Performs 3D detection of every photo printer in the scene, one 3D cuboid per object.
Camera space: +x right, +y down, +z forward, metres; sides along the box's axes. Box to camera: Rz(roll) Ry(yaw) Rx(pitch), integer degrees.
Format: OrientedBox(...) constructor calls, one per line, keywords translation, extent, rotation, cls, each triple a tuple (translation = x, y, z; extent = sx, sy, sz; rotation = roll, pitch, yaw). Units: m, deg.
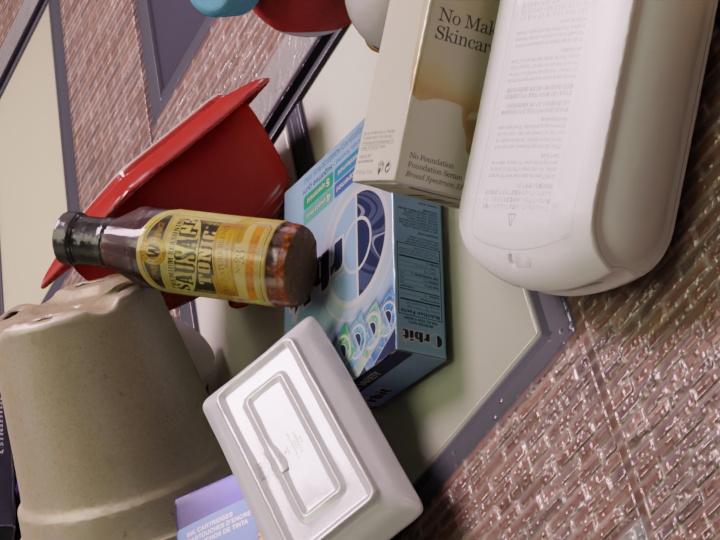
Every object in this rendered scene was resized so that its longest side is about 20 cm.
OrientedBox(translation=(0.131, -0.085, 1.096), extent=(0.166, 0.069, 0.201), rotation=(5, 83, 63), cls="photo printer")

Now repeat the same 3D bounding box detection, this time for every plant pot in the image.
OrientedBox(translation=(-0.198, 0.107, 1.417), extent=(0.200, 0.200, 0.184), rotation=(6, 115, 63), cls="plant pot")

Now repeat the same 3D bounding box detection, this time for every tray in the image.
OrientedBox(translation=(-0.041, 0.120, 1.232), extent=(0.107, 0.022, 0.200), rotation=(-40, 45, 8), cls="tray")

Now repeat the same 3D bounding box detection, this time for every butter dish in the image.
OrientedBox(translation=(-0.133, -0.032, 1.508), extent=(0.199, 0.148, 0.200), rotation=(-45, 4, -39), cls="butter dish")

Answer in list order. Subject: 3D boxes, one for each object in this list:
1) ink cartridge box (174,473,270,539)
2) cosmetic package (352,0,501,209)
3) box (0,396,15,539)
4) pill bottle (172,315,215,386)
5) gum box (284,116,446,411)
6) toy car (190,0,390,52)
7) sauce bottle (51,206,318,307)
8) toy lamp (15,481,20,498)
OrientedBox(translation=(-0.051, 0.204, 1.253), extent=(0.136, 0.076, 0.200), rotation=(-26, 48, 21), cls="ink cartridge box")
OrientedBox(translation=(0.071, -0.143, 1.197), extent=(0.071, 0.105, 0.201), rotation=(5, 84, 66), cls="cosmetic package")
OrientedBox(translation=(-0.425, 0.242, 1.905), extent=(0.200, 0.123, 0.199), rotation=(108, 158, -46), cls="box")
OrientedBox(translation=(-0.207, 0.138, 1.588), extent=(0.200, 0.114, 0.114), rotation=(-62, 31, 26), cls="pill bottle")
OrientedBox(translation=(0.000, 0.000, 1.333), extent=(0.170, 0.044, 0.200), rotation=(-39, 44, 51), cls="gum box")
OrientedBox(translation=(0.012, -0.204, 1.320), extent=(0.200, 0.184, 0.177), rotation=(53, 130, 21), cls="toy car")
OrientedBox(translation=(-0.132, -0.012, 1.354), extent=(0.200, 0.066, 0.066), rotation=(5, 79, 21), cls="sauce bottle")
OrientedBox(translation=(-0.309, 0.263, 1.787), extent=(0.058, 0.058, 0.200), rotation=(-46, 39, 45), cls="toy lamp")
